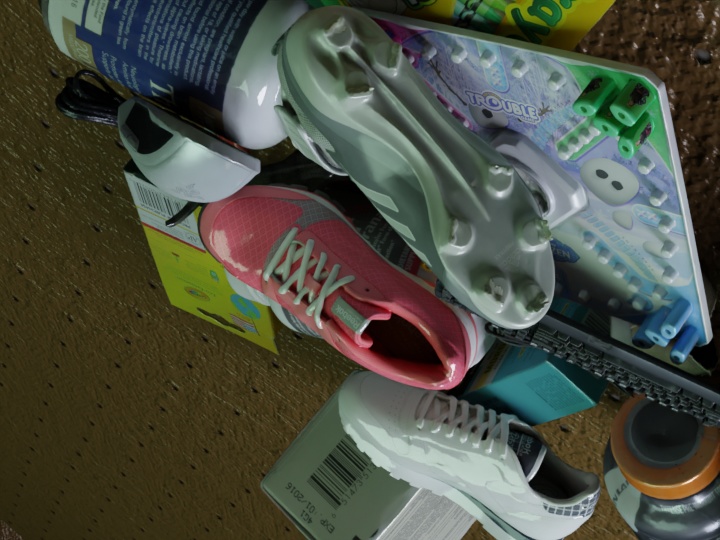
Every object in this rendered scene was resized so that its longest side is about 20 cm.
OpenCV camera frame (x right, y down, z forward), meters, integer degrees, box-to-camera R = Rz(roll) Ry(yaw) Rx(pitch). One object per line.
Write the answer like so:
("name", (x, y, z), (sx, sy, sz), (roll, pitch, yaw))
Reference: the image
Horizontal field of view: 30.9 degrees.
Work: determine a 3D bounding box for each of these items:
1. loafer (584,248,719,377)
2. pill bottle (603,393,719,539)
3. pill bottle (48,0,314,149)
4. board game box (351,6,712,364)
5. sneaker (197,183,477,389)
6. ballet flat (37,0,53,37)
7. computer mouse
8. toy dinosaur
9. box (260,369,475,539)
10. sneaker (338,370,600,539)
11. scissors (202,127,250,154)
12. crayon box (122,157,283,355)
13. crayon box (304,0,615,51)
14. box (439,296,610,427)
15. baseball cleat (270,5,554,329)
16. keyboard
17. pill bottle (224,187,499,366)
("loafer", (0.185, 0.000, 0.800), (0.069, 0.076, 0.200), (3, 144, 24))
("pill bottle", (0.229, 0.149, 0.897), (0.106, 0.107, 0.200), (15, 159, 33))
("pill bottle", (-0.083, -0.144, 0.807), (0.199, 0.111, 0.111), (28, 152, 13))
("board game box", (0.088, -0.045, 0.721), (0.199, 0.026, 0.201), (21, 149, 38))
("sneaker", (-0.011, 0.009, 0.804), (0.199, 0.074, 0.087), (31, -168, -3))
("ballet flat", (-0.213, -0.220, 0.910), (0.067, 0.047, 0.200), (-16, 138, 17))
("computer mouse", (-0.124, -0.077, 0.817), (0.109, 0.044, 0.200), (26, -177, -27))
("toy dinosaur", (-0.036, -0.066, 0.880), (0.088, 0.199, 0.048), (-177, 70, -85))
("box", (0.024, 0.181, 1.102), (0.109, 0.128, 0.200), (40, 179, 25))
("sneaker", (0.078, 0.123, 0.938), (0.199, 0.077, 0.081), (30, 141, 1))
("scissors", (-0.089, -0.118, 0.934), (0.073, 0.014, 0.200), (61, 157, 21))
("crayon box", (-0.121, -0.019, 1.114), (0.126, 0.051, 0.201), (24, 150, 19))
("crayon box", (0.048, -0.178, 0.665), (0.172, 0.058, 0.200), (36, 154, -2))
("box", (0.120, 0.072, 0.962), (0.049, 0.082, 0.200), (40, 152, -9))
("baseball cleat", (0.027, -0.053, 0.701), (0.201, 0.070, 0.106), (55, 160, -8))
("keyboard", (0.137, 0.051, 0.785), (0.199, 0.021, 0.127), (26, 174, 7))
("pill bottle", (0.000, 0.000, 0.945), (0.199, 0.111, 0.111), (12, 146, 35))
